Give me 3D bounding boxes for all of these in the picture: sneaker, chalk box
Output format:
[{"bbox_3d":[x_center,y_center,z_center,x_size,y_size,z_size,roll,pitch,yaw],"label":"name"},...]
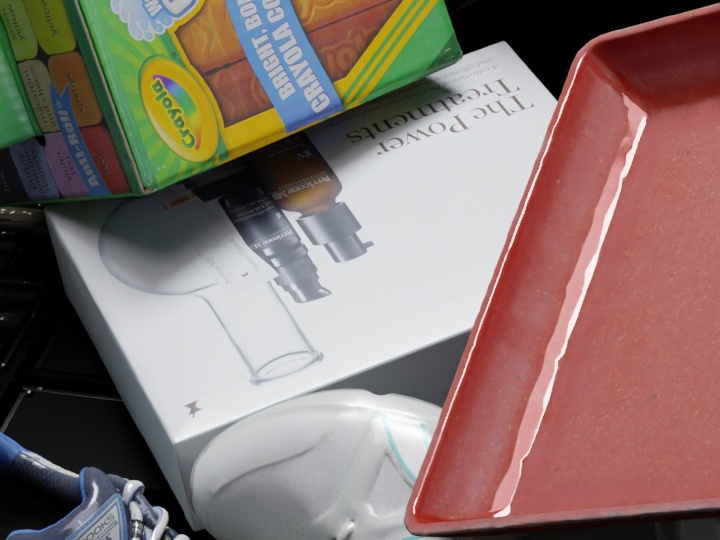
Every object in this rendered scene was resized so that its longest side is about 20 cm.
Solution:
[{"bbox_3d":[-0.078,0.113,0.793,0.200,0.085,0.077,26,52,33],"label":"sneaker"},{"bbox_3d":[0.032,0.093,0.808,0.200,0.070,0.080,8,47,19],"label":"sneaker"},{"bbox_3d":[-0.087,-0.100,0.945,0.200,0.125,0.124,-27,14,-32],"label":"chalk box"}]

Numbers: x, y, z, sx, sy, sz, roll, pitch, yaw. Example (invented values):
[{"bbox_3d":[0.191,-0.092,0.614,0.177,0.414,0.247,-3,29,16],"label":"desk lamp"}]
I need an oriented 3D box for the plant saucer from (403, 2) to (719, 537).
[{"bbox_3d":[0.123,-0.003,0.753,0.200,0.037,0.200,-12,47,46],"label":"plant saucer"}]

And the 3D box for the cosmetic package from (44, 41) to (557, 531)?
[{"bbox_3d":[0.000,0.000,0.935,0.200,0.052,0.151,-21,44,-13],"label":"cosmetic package"}]

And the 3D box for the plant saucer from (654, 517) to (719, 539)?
[{"bbox_3d":[0.178,0.038,0.721,0.200,0.050,0.200,-31,35,25],"label":"plant saucer"}]

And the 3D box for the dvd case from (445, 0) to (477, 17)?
[{"bbox_3d":[0.136,-0.180,1.061,0.200,0.149,0.016,-33,91,-23],"label":"dvd case"}]
